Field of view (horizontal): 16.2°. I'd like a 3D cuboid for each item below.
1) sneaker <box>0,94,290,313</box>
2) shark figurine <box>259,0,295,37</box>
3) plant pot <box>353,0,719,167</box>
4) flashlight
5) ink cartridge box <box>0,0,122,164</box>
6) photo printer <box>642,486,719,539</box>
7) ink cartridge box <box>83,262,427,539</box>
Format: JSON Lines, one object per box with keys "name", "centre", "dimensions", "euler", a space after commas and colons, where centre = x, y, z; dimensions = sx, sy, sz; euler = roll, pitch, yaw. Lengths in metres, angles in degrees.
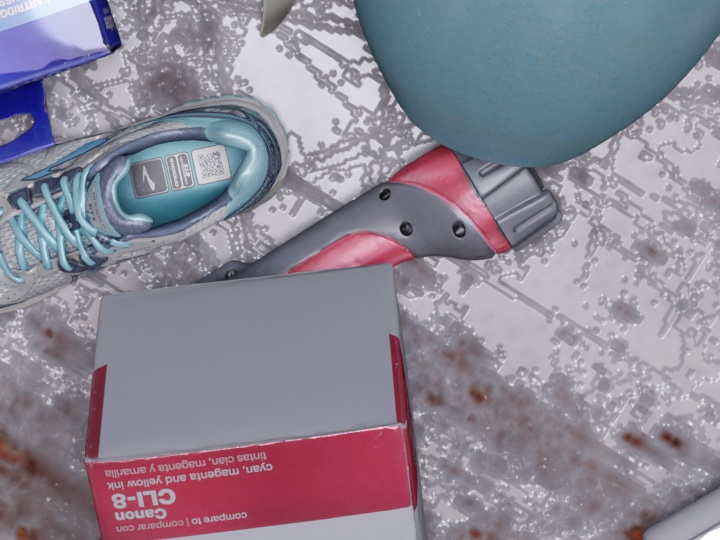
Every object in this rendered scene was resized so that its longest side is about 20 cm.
{"name": "sneaker", "centre": [-0.132, -0.035, 1.219], "dimensions": [0.199, 0.086, 0.078], "euler": [-23, 96, 2]}
{"name": "shark figurine", "centre": [-0.093, -0.176, 1.198], "dimensions": [0.089, 0.214, 0.129], "euler": [43, 130, 31]}
{"name": "plant pot", "centre": [0.078, -0.129, 1.173], "dimensions": [0.199, 0.200, 0.135], "euler": [12, 121, -2]}
{"name": "flashlight", "centre": [0.000, 0.000, 1.236], "dimensions": [0.200, 0.068, 0.068], "euler": [-33, 109, 3]}
{"name": "ink cartridge box", "centre": [-0.200, -0.149, 1.212], "dimensions": [0.136, 0.076, 0.201], "euler": [-19, 98, 2]}
{"name": "photo printer", "centre": [0.264, 0.152, 1.254], "dimensions": [0.199, 0.069, 0.167], "euler": [-31, 96, 2]}
{"name": "ink cartridge box", "centre": [-0.041, 0.123, 1.178], "dimensions": [0.144, 0.146, 0.201], "euler": [-7, 120, 1]}
